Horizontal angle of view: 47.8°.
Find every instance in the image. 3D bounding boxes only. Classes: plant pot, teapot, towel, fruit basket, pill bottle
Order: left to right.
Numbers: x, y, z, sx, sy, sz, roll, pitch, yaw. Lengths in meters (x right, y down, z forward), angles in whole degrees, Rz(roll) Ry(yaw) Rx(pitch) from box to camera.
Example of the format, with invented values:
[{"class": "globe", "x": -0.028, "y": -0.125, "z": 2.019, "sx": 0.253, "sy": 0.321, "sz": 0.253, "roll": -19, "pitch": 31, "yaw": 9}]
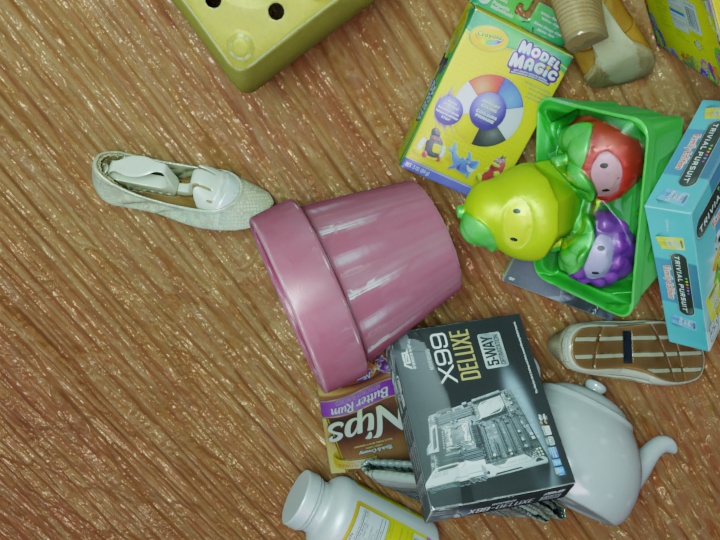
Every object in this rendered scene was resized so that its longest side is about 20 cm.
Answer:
[{"class": "plant pot", "x": -0.085, "y": -0.274, "z": 0.702, "sx": 0.192, "sy": 0.201, "sz": 0.196, "roll": -32, "pitch": 112, "yaw": 15}, {"class": "pill bottle", "x": -0.001, "y": 0.339, "z": 1.065, "sx": 0.198, "sy": 0.105, "sz": 0.105, "roll": 31, "pitch": 113, "yaw": -14}, {"class": "plant pot", "x": 0.000, "y": 0.000, "z": 0.853, "sx": 0.177, "sy": 0.200, "sz": 0.203, "roll": -25, "pitch": 116, "yaw": -8}, {"class": "towel", "x": 0.128, "y": 0.273, "z": 0.986, "sx": 0.197, "sy": 0.035, "sz": 0.192, "roll": -7, "pitch": 148, "yaw": 36}, {"class": "fruit basket", "x": 0.207, "y": -0.062, "z": 0.805, "sx": 0.213, "sy": 0.155, "sz": 0.220, "roll": -16, "pitch": 118, "yaw": -32}, {"class": "teapot", "x": 0.250, "y": 0.197, "z": 0.971, "sx": 0.200, "sy": 0.195, "sz": 0.148, "roll": 40, "pitch": 73, "yaw": -50}]

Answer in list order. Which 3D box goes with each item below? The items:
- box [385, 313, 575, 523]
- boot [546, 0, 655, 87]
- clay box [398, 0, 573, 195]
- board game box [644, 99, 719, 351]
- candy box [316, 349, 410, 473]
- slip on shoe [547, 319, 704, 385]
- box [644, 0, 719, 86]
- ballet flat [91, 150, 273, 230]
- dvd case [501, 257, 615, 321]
[{"class": "box", "x": 0.123, "y": 0.154, "z": 0.878, "sx": 0.154, "sy": 0.203, "sz": 0.050, "roll": -7, "pitch": 148, "yaw": -9}, {"class": "boot", "x": 0.221, "y": -0.264, "z": 0.771, "sx": 0.070, "sy": 0.200, "sz": 0.147, "roll": -16, "pitch": 78, "yaw": 31}, {"class": "clay box", "x": 0.130, "y": -0.180, "z": 0.833, "sx": 0.113, "sy": 0.048, "sz": 0.202, "roll": 20, "pitch": 116, "yaw": -11}, {"class": "board game box", "x": 0.350, "y": -0.042, "z": 0.822, "sx": 0.046, "sy": 0.152, "sz": 0.201, "roll": 15, "pitch": 147, "yaw": 38}, {"class": "candy box", "x": 0.008, "y": 0.150, "z": 0.997, "sx": 0.114, "sy": 0.057, "sz": 0.203, "roll": -6, "pitch": 118, "yaw": 2}, {"class": "slip on shoe", "x": 0.316, "y": 0.098, "z": 0.970, "sx": 0.196, "sy": 0.060, "sz": 0.078, "roll": 3, "pitch": 85, "yaw": -19}, {"class": "box", "x": 0.363, "y": -0.269, "z": 0.702, "sx": 0.190, "sy": 0.201, "sz": 0.123, "roll": -23, "pitch": 114, "yaw": 11}, {"class": "ballet flat", "x": -0.191, "y": -0.086, "z": 0.866, "sx": 0.196, "sy": 0.069, "sz": 0.063, "roll": 7, "pitch": 153, "yaw": -3}, {"class": "dvd case", "x": 0.267, "y": -0.050, "z": 0.916, "sx": 0.146, "sy": 0.016, "sz": 0.203, "roll": 19, "pitch": 115, "yaw": -9}]
